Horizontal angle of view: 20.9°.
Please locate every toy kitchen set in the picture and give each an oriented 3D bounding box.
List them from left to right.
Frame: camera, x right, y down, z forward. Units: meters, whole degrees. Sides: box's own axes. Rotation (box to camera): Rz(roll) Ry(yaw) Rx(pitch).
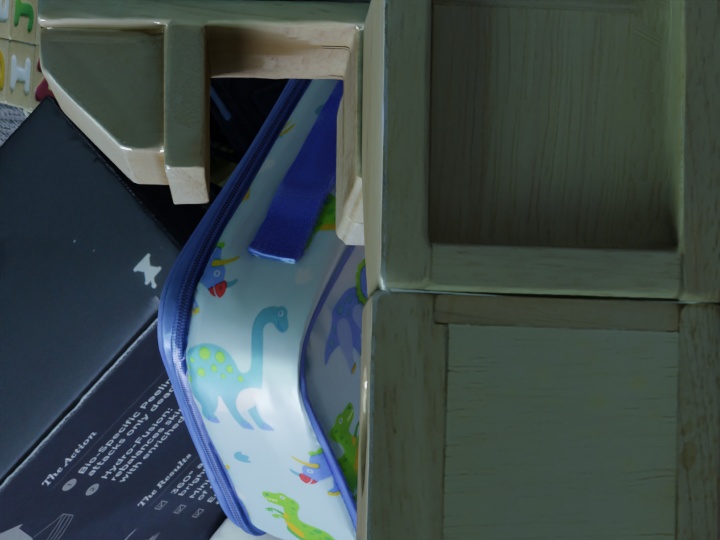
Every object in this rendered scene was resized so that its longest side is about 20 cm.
[{"bbox_3d":[-0.006,0.021,0.523,0.200,0.163,0.181,119,153,-84],"label":"toy kitchen set"}]

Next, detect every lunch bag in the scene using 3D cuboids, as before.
[{"bbox_3d":[0.000,0.000,0.788,0.082,0.200,0.161,11,145,24],"label":"lunch bag"}]

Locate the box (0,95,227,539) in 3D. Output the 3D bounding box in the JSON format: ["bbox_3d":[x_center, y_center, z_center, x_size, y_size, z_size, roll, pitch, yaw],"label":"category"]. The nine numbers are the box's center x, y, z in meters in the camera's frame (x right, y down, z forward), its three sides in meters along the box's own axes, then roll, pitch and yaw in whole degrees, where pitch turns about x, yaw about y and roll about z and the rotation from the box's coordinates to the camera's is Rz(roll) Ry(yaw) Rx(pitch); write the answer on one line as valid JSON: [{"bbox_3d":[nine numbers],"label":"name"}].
[{"bbox_3d":[-0.123,0.051,0.880,0.117,0.197,0.200,47,-172,24],"label":"box"}]

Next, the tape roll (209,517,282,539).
[{"bbox_3d":[0.002,0.123,1.000,0.066,0.200,0.200,44,159,13],"label":"tape roll"}]

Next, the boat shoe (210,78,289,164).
[{"bbox_3d":[-0.085,-0.092,0.929,0.084,0.069,0.200,59,160,-20],"label":"boat shoe"}]

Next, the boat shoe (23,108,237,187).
[{"bbox_3d":[-0.141,-0.090,1.064,0.200,0.073,0.063,34,151,25],"label":"boat shoe"}]

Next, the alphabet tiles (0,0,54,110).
[{"bbox_3d":[-0.158,-0.163,0.971,0.200,0.006,0.167,18,106,56],"label":"alphabet tiles"}]
